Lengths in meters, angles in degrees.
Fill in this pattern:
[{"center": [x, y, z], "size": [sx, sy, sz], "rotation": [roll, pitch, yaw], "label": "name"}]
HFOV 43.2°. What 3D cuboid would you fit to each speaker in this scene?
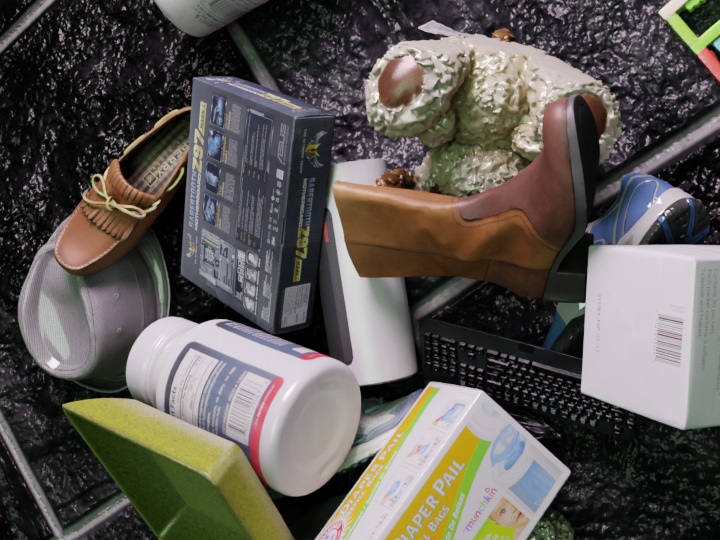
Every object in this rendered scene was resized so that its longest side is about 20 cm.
[{"center": [0.000, 0.000, 0.832], "size": [0.081, 0.081, 0.201], "rotation": [-8, 92, 22], "label": "speaker"}]

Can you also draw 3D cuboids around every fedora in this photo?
[{"center": [-0.290, 0.033, 0.945], "size": [0.176, 0.090, 0.201], "rotation": [5, 96, 21], "label": "fedora"}]

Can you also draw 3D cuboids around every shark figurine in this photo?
[{"center": [-0.064, 0.313, 0.883], "size": [0.128, 0.089, 0.216], "rotation": [11, 97, 22], "label": "shark figurine"}]

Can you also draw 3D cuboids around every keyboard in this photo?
[{"center": [0.138, 0.108, 0.775], "size": [0.199, 0.040, 0.104], "rotation": [14, 135, 28], "label": "keyboard"}]

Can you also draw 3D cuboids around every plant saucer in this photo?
[{"center": [-0.140, 0.190, 0.782], "size": [0.199, 0.048, 0.200], "rotation": [13, 139, 38], "label": "plant saucer"}]

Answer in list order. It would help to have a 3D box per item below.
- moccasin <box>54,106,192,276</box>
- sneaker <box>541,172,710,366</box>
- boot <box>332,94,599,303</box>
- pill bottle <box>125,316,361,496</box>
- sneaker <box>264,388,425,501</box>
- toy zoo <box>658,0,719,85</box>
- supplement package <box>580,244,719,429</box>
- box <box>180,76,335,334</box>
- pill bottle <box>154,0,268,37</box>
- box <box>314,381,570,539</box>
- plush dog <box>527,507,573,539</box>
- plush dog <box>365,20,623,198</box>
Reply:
[{"center": [-0.219, -0.077, 0.880], "size": [0.201, 0.078, 0.074], "rotation": [-42, 82, -3], "label": "moccasin"}, {"center": [0.209, 0.010, 0.763], "size": [0.200, 0.075, 0.077], "rotation": [-59, 36, 25], "label": "sneaker"}, {"center": [0.078, -0.058, 0.697], "size": [0.199, 0.189, 0.069], "rotation": [8, 54, 18], "label": "boot"}, {"center": [-0.110, 0.110, 0.812], "size": [0.199, 0.119, 0.120], "rotation": [17, 101, 35], "label": "pill bottle"}, {"center": [-0.025, 0.148, 0.858], "size": [0.200, 0.078, 0.087], "rotation": [-29, 81, 21], "label": "sneaker"}, {"center": [0.349, -0.172, 0.707], "size": [0.131, 0.020, 0.200], "rotation": [-40, 79, 20], "label": "toy zoo"}, {"center": [0.274, 0.039, 0.652], "size": [0.199, 0.109, 0.114], "rotation": [-2, 97, -23], "label": "supplement package"}, {"center": [-0.100, -0.063, 0.834], "size": [0.157, 0.051, 0.201], "rotation": [26, 117, 41], "label": "box"}, {"center": [-0.094, -0.305, 0.823], "size": [0.199, 0.114, 0.115], "rotation": [-22, 86, 22], "label": "pill bottle"}, {"center": [0.058, 0.205, 0.749], "size": [0.112, 0.101, 0.200], "rotation": [41, 75, -14], "label": "box"}, {"center": [0.122, 0.321, 0.752], "size": [0.200, 0.172, 0.161], "rotation": [-45, 77, 19], "label": "plush dog"}, {"center": [0.101, -0.103, 0.764], "size": [0.199, 0.161, 0.172], "rotation": [11, 118, 3], "label": "plush dog"}]
